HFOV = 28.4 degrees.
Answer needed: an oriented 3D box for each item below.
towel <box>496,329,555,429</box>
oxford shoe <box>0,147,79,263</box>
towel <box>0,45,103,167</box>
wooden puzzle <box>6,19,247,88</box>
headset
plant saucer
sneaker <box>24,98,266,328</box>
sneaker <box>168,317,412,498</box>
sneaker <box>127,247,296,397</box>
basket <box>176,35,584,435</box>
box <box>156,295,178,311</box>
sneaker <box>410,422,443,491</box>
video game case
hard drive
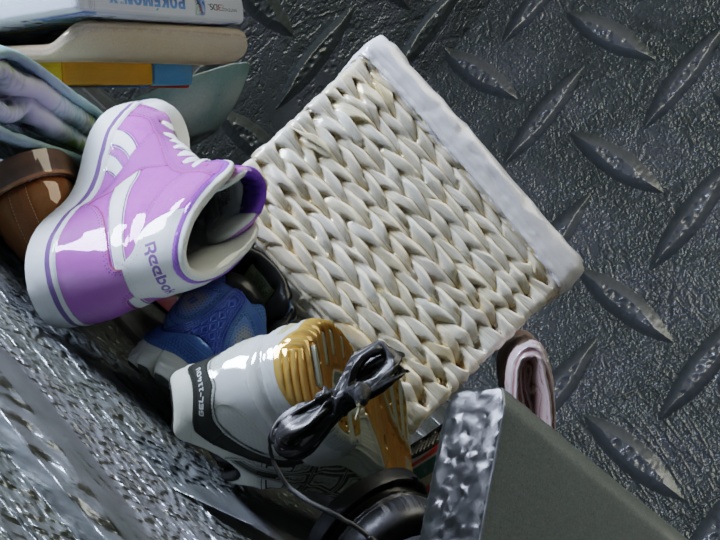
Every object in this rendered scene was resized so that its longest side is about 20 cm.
[{"bbox_3d":[0.104,0.137,0.910,0.032,0.194,0.200,-1,1,3],"label":"towel"},{"bbox_3d":[-0.163,-0.016,0.850,0.072,0.071,0.200,65,10,9],"label":"oxford shoe"},{"bbox_3d":[-0.243,-0.106,0.802,0.169,0.049,0.200,18,-5,12],"label":"towel"},{"bbox_3d":[-0.203,-0.138,0.969,0.198,0.038,0.184,-2,5,33],"label":"wooden puzzle"},{"bbox_3d":[0.030,0.125,0.626,0.201,0.094,0.123,52,-5,-28],"label":"headset"},{"bbox_3d":[-0.169,-0.104,1.111,0.201,0.199,0.039,-112,178,-87],"label":"plant saucer"},{"bbox_3d":[-0.096,-0.041,0.771,0.201,0.113,0.073,-81,151,-56],"label":"sneaker"},{"bbox_3d":[-0.030,0.077,0.715,0.200,0.086,0.077,51,29,-60],"label":"sneaker"},{"bbox_3d":[-0.070,0.036,0.803,0.078,0.089,0.200,39,-4,-1],"label":"sneaker"},{"bbox_3d":[0.000,0.000,0.918,0.200,0.161,0.198,47,-24,-1],"label":"basket"},{"bbox_3d":[-0.094,0.005,1.067,0.199,0.095,0.103,39,1,-2],"label":"box"},{"bbox_3d":[0.079,0.176,1.180,0.094,0.070,0.200,57,2,8],"label":"sneaker"},{"bbox_3d":[-0.208,-0.166,0.952,0.197,0.022,0.182,-3,5,29],"label":"video game case"},{"bbox_3d":[0.088,0.155,0.586,0.033,0.141,0.200,-9,-35,39],"label":"hard drive"}]
